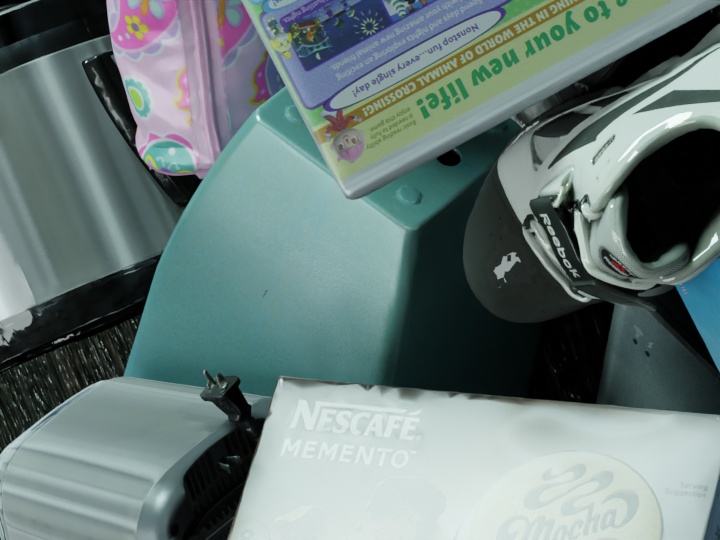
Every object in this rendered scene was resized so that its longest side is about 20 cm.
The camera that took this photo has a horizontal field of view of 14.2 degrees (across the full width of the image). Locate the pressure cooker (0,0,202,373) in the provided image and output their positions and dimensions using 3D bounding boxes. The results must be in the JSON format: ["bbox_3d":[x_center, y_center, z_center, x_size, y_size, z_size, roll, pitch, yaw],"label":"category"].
[{"bbox_3d":[-0.165,-0.062,1.481,0.201,0.178,0.176,67,156,2],"label":"pressure cooker"}]

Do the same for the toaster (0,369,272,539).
[{"bbox_3d":[-0.078,0.127,1.252,0.129,0.114,0.201,9,128,44],"label":"toaster"}]

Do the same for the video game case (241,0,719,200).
[{"bbox_3d":[0.039,-0.151,1.054,0.183,0.200,0.022,62,-164,0],"label":"video game case"}]

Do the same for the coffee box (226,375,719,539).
[{"bbox_3d":[0.052,0.114,1.133,0.199,0.113,0.080,5,154,28],"label":"coffee box"}]

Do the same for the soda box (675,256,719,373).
[{"bbox_3d":[0.199,0.071,1.082,0.200,0.064,0.068,62,154,-1],"label":"soda box"}]

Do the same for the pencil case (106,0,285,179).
[{"bbox_3d":[-0.074,-0.138,1.282,0.087,0.087,0.201,36,143,42],"label":"pencil case"}]

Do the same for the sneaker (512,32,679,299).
[{"bbox_3d":[0.081,-0.088,1.149,0.200,0.066,0.091,54,150,8],"label":"sneaker"}]

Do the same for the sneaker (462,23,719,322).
[{"bbox_3d":[0.094,-0.024,1.066,0.074,0.089,0.200,44,135,-9],"label":"sneaker"}]

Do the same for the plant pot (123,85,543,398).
[{"bbox_3d":[0.000,0.000,1.274,0.141,0.141,0.200,37,142,18],"label":"plant pot"}]

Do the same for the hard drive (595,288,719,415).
[{"bbox_3d":[0.152,0.107,1.235,0.140,0.033,0.200,45,150,30],"label":"hard drive"}]
